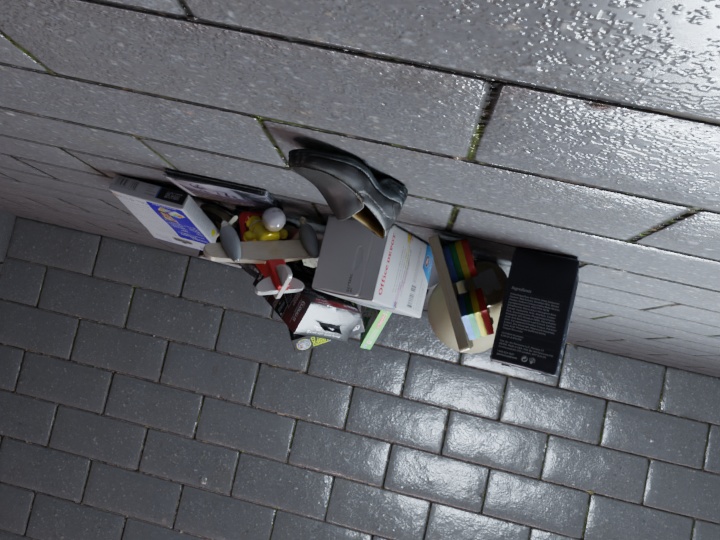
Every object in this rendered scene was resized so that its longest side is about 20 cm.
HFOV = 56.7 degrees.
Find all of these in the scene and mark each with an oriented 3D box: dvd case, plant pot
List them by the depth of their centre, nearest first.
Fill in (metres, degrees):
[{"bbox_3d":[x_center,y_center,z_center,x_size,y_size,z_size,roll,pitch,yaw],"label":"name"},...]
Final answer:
[{"bbox_3d":[-0.255,-0.146,1.258,0.197,0.016,0.149,13,175,7],"label":"dvd case"},{"bbox_3d":[0.245,0.058,1.413,0.184,0.190,0.200,13,160,3],"label":"plant pot"}]

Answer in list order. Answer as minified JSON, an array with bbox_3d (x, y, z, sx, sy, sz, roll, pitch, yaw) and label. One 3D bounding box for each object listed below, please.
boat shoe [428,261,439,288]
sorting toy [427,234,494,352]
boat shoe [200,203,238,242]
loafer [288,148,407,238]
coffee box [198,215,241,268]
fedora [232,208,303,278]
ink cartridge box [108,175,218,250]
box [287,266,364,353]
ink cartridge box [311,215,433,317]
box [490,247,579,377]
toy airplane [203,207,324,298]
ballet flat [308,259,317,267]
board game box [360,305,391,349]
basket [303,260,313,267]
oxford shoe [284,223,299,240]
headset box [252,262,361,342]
[{"bbox_3d":[0.122,0.008,1.528,0.074,0.087,0.202,14,140,-27],"label":"boat shoe"},{"bbox_3d":[0.191,0.038,1.217,0.069,0.203,0.199,-16,173,10],"label":"sorting toy"},{"bbox_3d":[-0.302,-0.075,1.544,0.199,0.074,0.074,38,159,-34],"label":"boat shoe"},{"bbox_3d":[-0.015,-0.100,0.861,0.198,0.073,0.072,19,173,-41],"label":"loafer"},{"bbox_3d":[-0.289,-0.063,1.648,0.197,0.115,0.080,15,174,-20],"label":"coffee box"},{"bbox_3d":[-0.221,-0.040,1.453,0.199,0.092,0.201,36,164,12],"label":"fedora"},{"bbox_3d":[-0.409,-0.116,1.439,0.195,0.048,0.200,14,159,21],"label":"ink cartridge box"},{"bbox_3d":[-0.091,0.075,1.481,0.158,0.201,0.045,-17,134,-4],"label":"box"},{"bbox_3d":[0.030,-0.005,1.304,0.144,0.149,0.199,10,173,33],"label":"ink cartridge box"},{"bbox_3d":[0.321,0.083,1.214,0.116,0.203,0.196,11,175,19],"label":"box"},{"bbox_3d":[-0.171,-0.047,1.256,0.197,0.143,0.200,22,-151,6],"label":"toy airplane"},{"bbox_3d":[-0.078,-0.029,1.704,0.197,0.072,0.069,15,175,-15],"label":"ballet flat"},{"bbox_3d":[0.046,0.068,1.536,0.029,0.136,0.201,15,133,-14],"label":"board game box"},{"bbox_3d":[-0.196,-0.008,1.809,0.175,0.142,0.198,4,176,-42],"label":"basket"},{"bbox_3d":[-0.165,-0.074,1.567,0.074,0.071,0.200,31,170,9],"label":"oxford shoe"},{"bbox_3d":[-0.103,0.063,1.351,0.148,0.078,0.200,16,-159,-46],"label":"headset box"}]
